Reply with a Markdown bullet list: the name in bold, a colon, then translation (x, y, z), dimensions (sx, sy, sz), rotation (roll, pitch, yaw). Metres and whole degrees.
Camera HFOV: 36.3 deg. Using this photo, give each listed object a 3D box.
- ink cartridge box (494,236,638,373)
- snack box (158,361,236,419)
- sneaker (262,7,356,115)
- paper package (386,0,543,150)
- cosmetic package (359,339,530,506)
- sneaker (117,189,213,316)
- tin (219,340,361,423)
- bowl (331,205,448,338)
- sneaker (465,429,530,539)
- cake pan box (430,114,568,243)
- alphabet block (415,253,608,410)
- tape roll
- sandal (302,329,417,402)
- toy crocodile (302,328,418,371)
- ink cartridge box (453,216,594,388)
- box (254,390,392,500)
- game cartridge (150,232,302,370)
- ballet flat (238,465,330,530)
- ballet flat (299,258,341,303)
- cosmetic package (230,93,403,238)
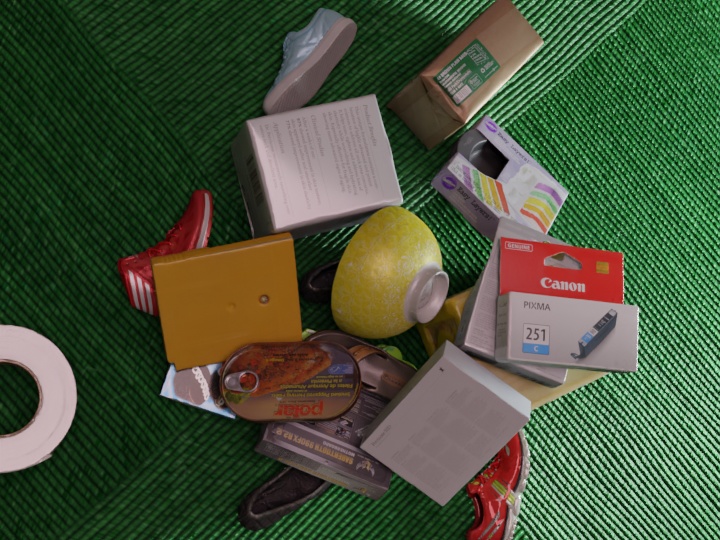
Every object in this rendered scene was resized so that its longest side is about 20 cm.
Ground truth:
- **ink cartridge box**: translation (0.287, 0.046, 1.520), dimensions (0.199, 0.045, 0.177), rotation (6, 79, -16)
- **snack box**: translation (-0.209, 0.106, 1.617), dimensions (0.116, 0.037, 0.201), rotation (20, 77, -12)
- **sneaker**: translation (-0.095, -0.323, 1.705), dimensions (0.082, 0.074, 0.200), rotation (36, 78, 23)
- **paper package**: translation (0.161, -0.304, 1.699), dimensions (0.103, 0.191, 0.200), rotation (46, 74, -5)
- **cosmetic package**: translation (0.117, 0.215, 1.532), dimensions (0.151, 0.052, 0.200), rotation (36, 117, -9)
- **sneaker**: translation (-0.286, -0.032, 1.596), dimensions (0.115, 0.078, 0.201), rotation (15, 77, -14)
- **tin**: translation (-0.097, 0.159, 1.543), dimensions (0.199, 0.042, 0.112), rotation (-1, 68, 4)
- **bowl**: translation (0.061, 0.018, 1.565), dimensions (0.107, 0.200, 0.201), rotation (24, 72, 30)
- **sneaker**: translation (0.205, 0.327, 1.684), dimensions (0.085, 0.077, 0.201), rotation (13, 78, -8)
- **cake pan box**: translation (0.218, -0.131, 1.722), dimensions (0.200, 0.052, 0.184), rotation (43, 42, -4)
- **alphabet block**: translation (0.224, 0.106, 1.659), dimensions (0.199, 0.195, 0.197), rotation (-22, 87, -17)
- **tape roll**: translation (-0.491, 0.177, 1.511), dimensions (0.201, 0.071, 0.203), rotation (2, 81, -16)
- **sandal**: translation (0.003, 0.145, 1.594), dimensions (0.199, 0.055, 0.082), rotation (26, 88, -9)
- **toy crocodile**: translation (-0.003, 0.131, 1.655), dimensions (0.199, 0.067, 0.062), rotation (19, 84, -12)
- **ink cartridge box**: translation (0.233, 0.045, 1.553), dimensions (0.160, 0.047, 0.201), rotation (22, 71, -11)
- **box**: translation (-0.038, 0.225, 1.609), dimensions (0.199, 0.048, 0.159), rotation (23, 54, -9)
- **game cartridge**: translation (-0.185, 0.044, 1.551), dimensions (0.199, 0.032, 0.177), rotation (-10, 118, -13)
- **ballet flat**: translation (-0.091, 0.311, 1.595), dimensions (0.200, 0.057, 0.067), rotation (-35, 88, -29)
- **ballet flat**: translation (0.000, 0.000, 1.680), dimensions (0.199, 0.057, 0.067), rotation (-25, 90, -17)
- **cosmetic package**: translation (-0.068, -0.144, 1.625), dimensions (0.199, 0.166, 0.168), rotation (-13, 86, -16)
